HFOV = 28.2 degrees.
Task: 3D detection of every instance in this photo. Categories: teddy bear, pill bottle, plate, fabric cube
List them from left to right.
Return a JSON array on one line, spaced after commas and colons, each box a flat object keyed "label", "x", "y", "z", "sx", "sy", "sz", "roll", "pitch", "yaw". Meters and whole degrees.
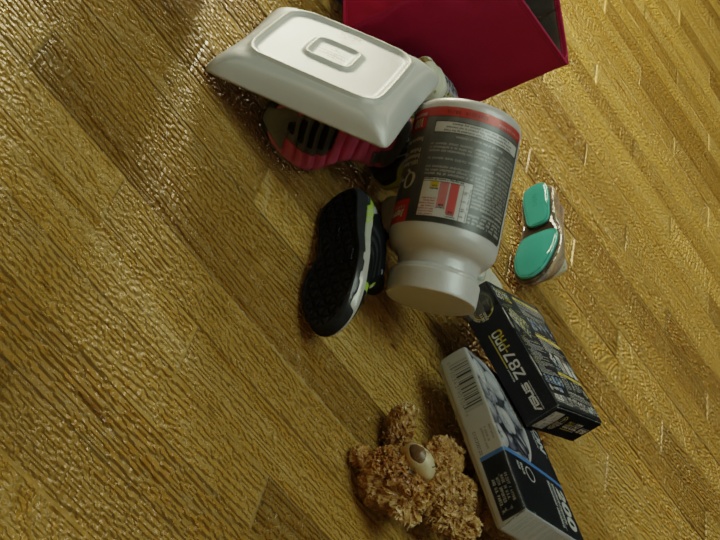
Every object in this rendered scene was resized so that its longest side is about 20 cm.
[{"label": "plate", "x": -0.031, "y": -0.208, "z": 1.450, "sx": 0.198, "sy": 0.033, "sz": 0.200, "roll": 23, "pitch": 31, "yaw": 8}, {"label": "teddy bear", "x": 0.073, "y": 0.198, "z": 1.380, "sx": 0.199, "sy": 0.066, "sz": 0.146, "roll": 33, "pitch": 39, "yaw": -43}, {"label": "pill bottle", "x": 0.092, "y": -0.064, "z": 1.465, "sx": 0.115, "sy": 0.115, "sz": 0.202, "roll": 29, "pitch": 68, "yaw": -45}, {"label": "fabric cube", "x": 0.110, "y": -0.332, "z": 1.700, "sx": 0.196, "sy": 0.198, "sz": 0.202, "roll": 42, "pitch": 36, "yaw": -43}]

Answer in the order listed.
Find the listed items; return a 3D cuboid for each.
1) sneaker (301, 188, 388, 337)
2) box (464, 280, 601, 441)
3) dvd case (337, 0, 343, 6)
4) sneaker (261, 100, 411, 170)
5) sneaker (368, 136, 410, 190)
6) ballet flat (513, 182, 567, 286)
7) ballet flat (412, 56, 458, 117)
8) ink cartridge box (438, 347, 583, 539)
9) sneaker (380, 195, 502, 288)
[{"label": "sneaker", "x": 0.000, "y": 0.000, "z": 1.412, "sx": 0.083, "sy": 0.071, "sz": 0.201, "roll": 48, "pitch": 33, "yaw": -29}, {"label": "box", "x": 0.192, "y": 0.103, "z": 1.596, "sx": 0.162, "sy": 0.049, "sz": 0.200, "roll": 64, "pitch": 16, "yaw": 19}, {"label": "dvd case", "x": -0.042, "y": -0.412, "z": 1.721, "sx": 0.148, "sy": 0.016, "sz": 0.202, "roll": 38, "pitch": 39, "yaw": -39}, {"label": "sneaker", "x": -0.039, "y": -0.158, "z": 1.491, "sx": 0.199, "sy": 0.079, "sz": 0.095, "roll": 2, "pitch": 36, "yaw": -50}, {"label": "sneaker", "x": 0.078, "y": -0.116, "z": 1.626, "sx": 0.200, "sy": 0.078, "sz": 0.091, "roll": -34, "pitch": 105, "yaw": -58}, {"label": "ballet flat", "x": 0.239, "y": -0.032, "z": 1.830, "sx": 0.067, "sy": 0.067, "sz": 0.201, "roll": 54, "pitch": 32, "yaw": -30}, {"label": "ballet flat", "x": 0.046, "y": -0.213, "z": 1.600, "sx": 0.199, "sy": 0.072, "sz": 0.073, "roll": 5, "pitch": 61, "yaw": -36}, {"label": "ink cartridge box", "x": 0.168, "y": 0.202, "z": 1.492, "sx": 0.200, "sy": 0.043, "sz": 0.199, "roll": 40, "pitch": 24, "yaw": -50}, {"label": "sneaker", "x": 0.108, "y": -0.021, "z": 1.595, "sx": 0.200, "sy": 0.081, "sz": 0.076, "roll": 42, "pitch": 34, "yaw": -36}]
